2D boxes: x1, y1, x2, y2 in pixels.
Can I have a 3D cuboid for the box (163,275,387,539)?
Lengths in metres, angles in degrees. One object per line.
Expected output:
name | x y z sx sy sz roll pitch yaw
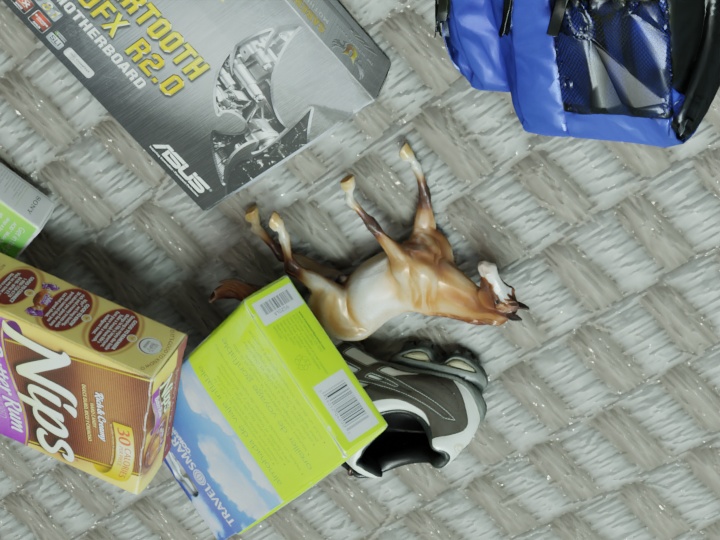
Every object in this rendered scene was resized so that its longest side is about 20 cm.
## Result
box | -0.073 0.099 1.288 0.122 0.048 0.200 56 144 5

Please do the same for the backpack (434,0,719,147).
backpack | 0.122 -0.187 1.007 0.167 0.163 0.201 6 129 18

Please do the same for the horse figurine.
horse figurine | 0.000 0.000 1.264 0.200 0.050 0.133 -22 112 29

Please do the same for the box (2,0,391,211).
box | -0.104 -0.151 1.181 0.158 0.048 0.200 -29 114 34

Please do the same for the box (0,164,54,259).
box | -0.330 -0.056 1.329 0.200 0.036 0.144 38 129 -10

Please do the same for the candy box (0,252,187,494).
candy box | -0.222 0.061 1.298 0.199 0.057 0.117 21 131 11

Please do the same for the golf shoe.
golf shoe | -0.015 0.094 1.312 0.199 0.095 0.078 0 128 20
